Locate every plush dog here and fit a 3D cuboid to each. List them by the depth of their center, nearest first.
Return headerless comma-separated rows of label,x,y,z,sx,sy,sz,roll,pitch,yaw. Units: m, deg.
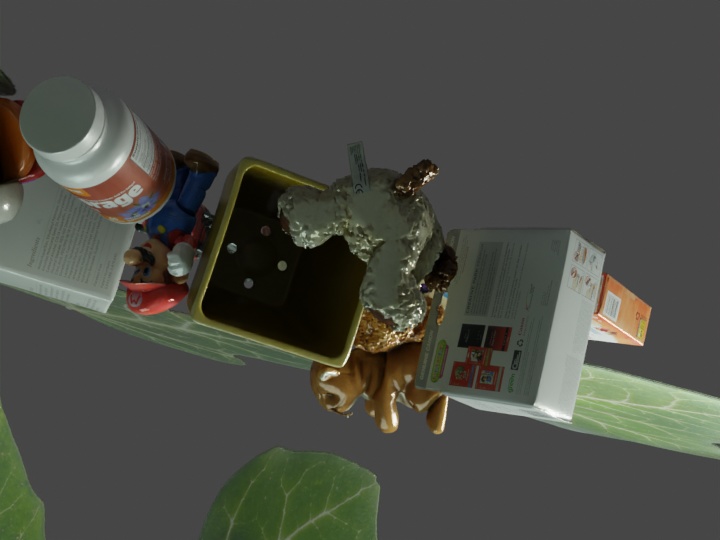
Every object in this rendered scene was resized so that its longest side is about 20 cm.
plush dog,0.032,-0.051,1.224,0.200,0.161,0.172,42,-173,9

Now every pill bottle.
pill bottle,-0.283,-0.130,1.233,0.111,0.113,0.200,12,168,15

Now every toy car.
toy car,-0.429,-0.143,1.332,0.149,0.177,0.200,-20,-175,-28

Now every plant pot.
plant pot,-0.105,-0.011,1.393,0.193,0.197,0.200,19,176,-18

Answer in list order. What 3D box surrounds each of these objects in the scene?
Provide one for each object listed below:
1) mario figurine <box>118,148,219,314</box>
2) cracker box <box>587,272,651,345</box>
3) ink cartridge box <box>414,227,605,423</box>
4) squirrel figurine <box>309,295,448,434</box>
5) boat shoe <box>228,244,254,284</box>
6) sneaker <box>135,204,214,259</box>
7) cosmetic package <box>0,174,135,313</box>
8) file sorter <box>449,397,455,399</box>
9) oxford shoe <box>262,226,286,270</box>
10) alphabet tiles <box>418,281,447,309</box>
mario figurine,-0.236,-0.048,1.337,0.105,0.202,0.123,16,168,-7
cracker box,0.256,0.044,1.480,0.199,0.058,0.134,6,164,42
ink cartridge box,0.168,0.057,1.300,0.175,0.202,0.084,4,165,44
squirrel figurine,0.026,0.118,1.560,0.185,0.202,0.142,5,-158,-5
boat shoe,-0.171,-0.007,1.757,0.199,0.057,0.068,32,161,-27
sneaker,-0.262,-0.071,1.588,0.097,0.071,0.201,13,166,9
cosmetic package,-0.446,-0.048,1.695,0.198,0.166,0.165,18,168,-14
file sorter,0.183,0.136,1.764,0.138,0.127,0.199,7,177,36
oxford shoe,-0.097,-0.026,1.641,0.073,0.071,0.200,-11,166,1
alphabet tiles,0.107,0.069,1.601,0.165,0.006,0.201,17,127,-9
